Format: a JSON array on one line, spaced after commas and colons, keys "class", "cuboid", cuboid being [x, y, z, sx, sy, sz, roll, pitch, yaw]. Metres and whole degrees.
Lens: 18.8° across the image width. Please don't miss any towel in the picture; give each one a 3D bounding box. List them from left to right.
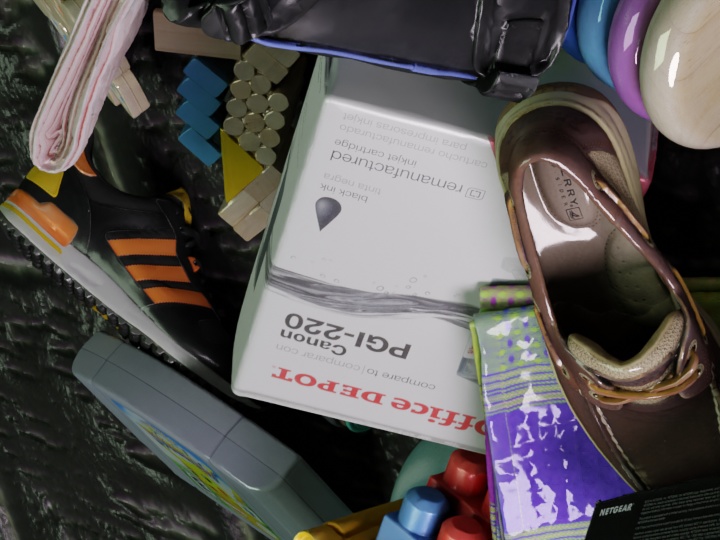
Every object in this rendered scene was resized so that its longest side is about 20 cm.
[{"class": "towel", "cuboid": [-0.101, -0.170, 1.057, 0.032, 0.200, 0.191, 24, 146, -9]}, {"class": "towel", "cuboid": [0.126, 0.098, 0.949, 0.143, 0.023, 0.201, -3, 113, 10]}]

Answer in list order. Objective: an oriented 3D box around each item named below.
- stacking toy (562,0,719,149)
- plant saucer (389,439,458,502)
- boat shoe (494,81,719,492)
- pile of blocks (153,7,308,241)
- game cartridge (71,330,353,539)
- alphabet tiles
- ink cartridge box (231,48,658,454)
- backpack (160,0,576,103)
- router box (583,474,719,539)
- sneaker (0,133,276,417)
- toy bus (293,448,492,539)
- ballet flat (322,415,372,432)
[{"class": "stacking toy", "cuboid": [0.089, -0.126, 0.898, 0.200, 0.085, 0.086, 36, 136, 43]}, {"class": "plant saucer", "cuboid": [0.074, 0.179, 1.143, 0.200, 0.027, 0.201, 31, 131, 42]}, {"class": "boat shoe", "cuboid": [0.103, 0.025, 0.867, 0.072, 0.072, 0.200, -15, 115, 14]}, {"class": "pile of blocks", "cuboid": [-0.060, -0.116, 1.117, 0.082, 0.062, 0.200, 10, 124, 7]}, {"class": "game cartridge", "cuboid": [-0.083, 0.105, 1.258, 0.200, 0.040, 0.133, 27, 159, 45]}, {"class": "alphabet tiles", "cuboid": [-0.187, -0.177, 1.239, 0.200, 0.015, 0.196, 51, 172, 22]}, {"class": "ink cartridge box", "cuboid": [0.033, -0.017, 0.970, 0.200, 0.145, 0.085, 110, 172, -48]}, {"class": "backpack", "cuboid": [0.001, -0.186, 0.816, 0.147, 0.183, 0.201, 31, 109, 49]}, {"class": "router box", "cuboid": [0.198, 0.131, 0.845, 0.149, 0.051, 0.200, 32, 154, -21]}, {"class": "sneaker", "cuboid": [-0.114, 0.000, 1.266, 0.200, 0.090, 0.070, 38, 169, 1]}, {"class": "toy bus", "cuboid": [0.049, 0.195, 1.067, 0.200, 0.136, 0.192, 40, 122, 32]}, {"class": "ballet flat", "cuboid": [0.000, 0.000, 1.107, 0.073, 0.073, 0.200, 47, 144, 28]}]
